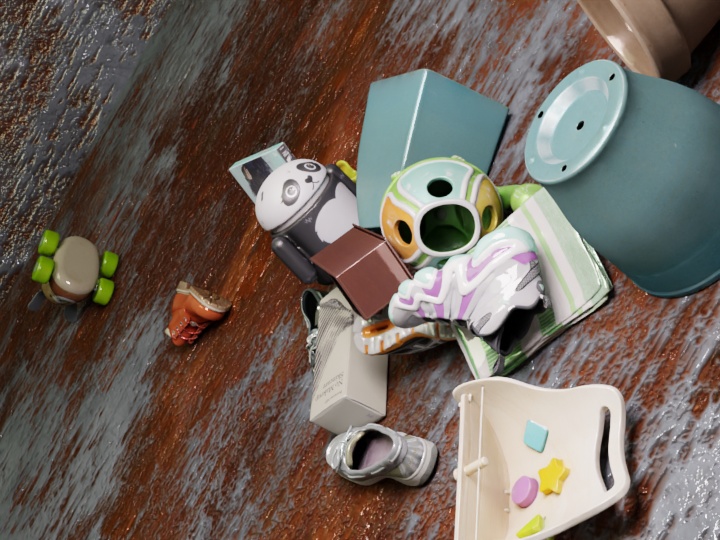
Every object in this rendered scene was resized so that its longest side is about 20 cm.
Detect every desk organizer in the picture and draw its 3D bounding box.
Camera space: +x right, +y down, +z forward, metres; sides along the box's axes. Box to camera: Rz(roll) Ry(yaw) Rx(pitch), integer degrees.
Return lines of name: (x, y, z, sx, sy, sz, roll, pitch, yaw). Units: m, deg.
desk organizer: (0.000, 0.000, 1.609, 0.077, 0.072, 0.200, -36, 12, -5)

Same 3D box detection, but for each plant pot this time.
plant pot: (0.079, -0.137, 1.694, 0.141, 0.141, 0.201, -2, 70, 60)
plant pot: (0.270, -0.103, 1.267, 0.200, 0.187, 0.201, -42, 33, 35)
plant pot: (0.333, -0.326, 1.396, 0.174, 0.200, 0.200, -38, 30, 6)

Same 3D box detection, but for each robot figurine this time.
robot figurine: (-0.051, -0.062, 1.769, 0.125, 0.200, 0.150, -42, 17, 12)

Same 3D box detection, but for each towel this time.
towel: (0.175, 0.018, 1.433, 0.200, 0.023, 0.153, -42, 59, 32)

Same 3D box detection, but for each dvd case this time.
dvd case: (-0.094, -0.089, 1.890, 0.022, 0.200, 0.146, -48, 19, -30)

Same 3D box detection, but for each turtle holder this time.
turtle holder: (0.116, -0.059, 1.549, 0.132, 0.184, 0.142, -100, 26, -78)

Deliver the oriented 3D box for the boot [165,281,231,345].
boot: (-0.279, 0.082, 2.188, 0.108, 0.075, 0.200, -68, 19, -6)

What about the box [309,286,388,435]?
box: (-0.012, 0.111, 1.686, 0.082, 0.068, 0.201, -39, 34, 37)

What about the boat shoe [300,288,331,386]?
boat shoe: (-0.056, 0.104, 1.776, 0.073, 0.062, 0.201, -42, 33, 33)

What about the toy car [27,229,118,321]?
toy car: (-0.632, 0.039, 2.755, 0.200, 0.164, 0.158, -52, 26, 37)

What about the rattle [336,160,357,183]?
rattle: (0.003, -0.197, 1.873, 0.201, 0.142, 0.130, -61, -11, 19)

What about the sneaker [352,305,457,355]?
sneaker: (0.089, 0.057, 1.561, 0.199, 0.077, 0.079, -14, 71, 32)

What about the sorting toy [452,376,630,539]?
sorting toy: (0.181, 0.193, 1.252, 0.180, 0.107, 0.201, -28, 41, 36)

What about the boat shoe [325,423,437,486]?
boat shoe: (0.013, 0.216, 1.546, 0.202, 0.065, 0.075, -2, 62, 60)

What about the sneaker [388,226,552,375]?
sneaker: (0.121, 0.055, 1.411, 0.200, 0.078, 0.141, -34, 62, 34)
